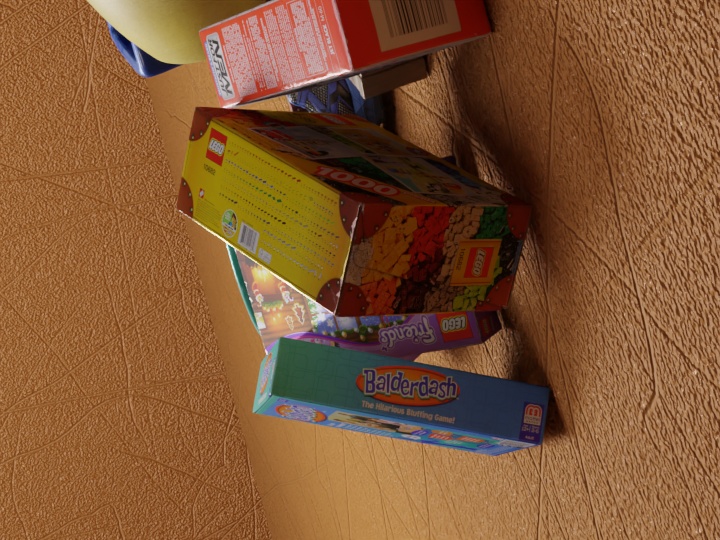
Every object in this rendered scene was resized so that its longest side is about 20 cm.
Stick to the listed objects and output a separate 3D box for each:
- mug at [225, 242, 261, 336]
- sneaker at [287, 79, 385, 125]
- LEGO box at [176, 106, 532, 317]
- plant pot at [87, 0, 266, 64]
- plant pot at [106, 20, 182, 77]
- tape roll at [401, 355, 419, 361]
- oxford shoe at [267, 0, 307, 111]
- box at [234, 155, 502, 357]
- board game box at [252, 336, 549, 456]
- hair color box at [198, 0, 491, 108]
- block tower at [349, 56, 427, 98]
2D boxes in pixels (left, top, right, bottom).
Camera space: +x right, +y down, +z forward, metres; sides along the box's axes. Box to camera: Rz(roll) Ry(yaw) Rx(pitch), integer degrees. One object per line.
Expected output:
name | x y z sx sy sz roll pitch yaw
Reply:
mug | -0.077 -0.035 1.776 0.152 0.113 0.187 -151 45 -75
sneaker | -0.013 -0.099 1.429 0.075 0.078 0.202 -123 13 -59
LEGO box | -0.008 -0.042 1.142 0.199 0.148 0.078 32 115 46
plant pot | -0.150 -0.258 1.408 0.200 0.198 0.143 -123 11 -54
plant pot | -0.162 -0.315 1.587 0.200 0.178 0.202 -135 29 -66
tape roll | -0.025 0.009 1.467 0.200 0.085 0.200 47 173 8
oxford shoe | -0.055 -0.207 1.515 0.075 0.070 0.202 -111 11 -54
box | 0.000 0.000 1.301 0.039 0.198 0.138 -29 -75 -55
board game box | 0.025 0.096 1.255 0.152 0.198 0.046 135 145 -77
hair color box | -0.015 -0.159 1.133 0.199 0.110 0.065 -2 105 61
block tower | -0.009 -0.207 1.320 0.200 0.057 0.054 -125 20 -52
